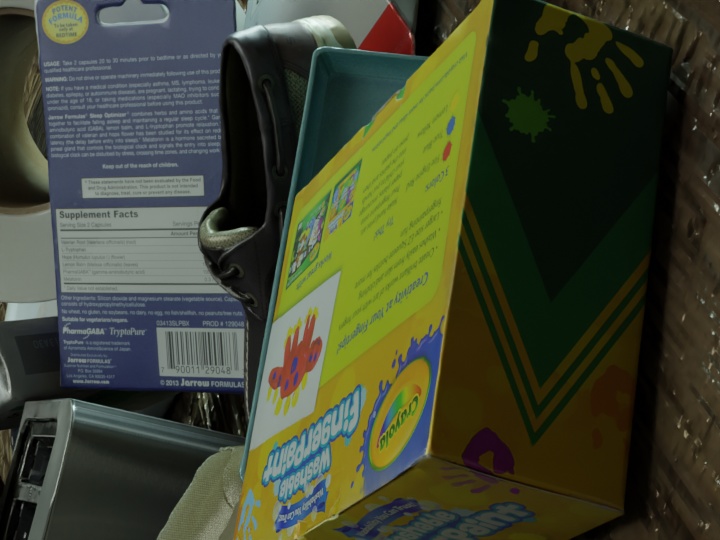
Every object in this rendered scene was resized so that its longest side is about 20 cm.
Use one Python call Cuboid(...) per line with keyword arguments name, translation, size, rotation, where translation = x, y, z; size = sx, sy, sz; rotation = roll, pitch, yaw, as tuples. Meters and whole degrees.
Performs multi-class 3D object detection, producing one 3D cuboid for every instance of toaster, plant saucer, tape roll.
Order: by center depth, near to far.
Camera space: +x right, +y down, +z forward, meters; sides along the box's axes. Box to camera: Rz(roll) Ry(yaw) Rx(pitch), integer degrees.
Cuboid(name="plant saucer", translation=(0.000, 0.000, 0.887), size=(0.019, 0.070, 0.201), rotation=(81, -163, -67))
Cuboid(name="toaster", translation=(-0.115, 0.160, 1.009), size=(0.200, 0.118, 0.181), rotation=(170, 115, -71))
Cuboid(name="tape roll", translation=(-0.163, -0.089, 1.159), size=(0.139, 0.202, 0.203), rotation=(-22, -47, -75))

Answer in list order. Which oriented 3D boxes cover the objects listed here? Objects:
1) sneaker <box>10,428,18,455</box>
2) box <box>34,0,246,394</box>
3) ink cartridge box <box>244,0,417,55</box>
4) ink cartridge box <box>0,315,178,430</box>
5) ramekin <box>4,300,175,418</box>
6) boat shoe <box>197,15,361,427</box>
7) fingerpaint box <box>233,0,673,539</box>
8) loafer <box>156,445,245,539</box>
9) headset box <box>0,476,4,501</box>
Cuboid(name="sneaker", translation=(-0.193, 0.177, 1.285), size=(0.202, 0.077, 0.146), rotation=(-47, 42, 38))
Cuboid(name="box", translation=(-0.099, -0.041, 1.047), size=(0.032, 0.121, 0.201), rotation=(-16, -75, -61))
Cuboid(name="ink cartridge box", translation=(-0.020, -0.105, 1.045), size=(0.161, 0.050, 0.200), rotation=(129, 154, -54))
Cuboid(name="ink cartridge box", translation=(-0.200, 0.075, 1.183), size=(0.200, 0.161, 0.050), rotation=(-29, 76, 37))
Cuboid(name="ramekin", translation=(-0.158, 0.002, 1.332), size=(0.202, 0.094, 0.203), rotation=(-164, 90, -73))
Cuboid(name="boat shoe", translation=(-0.043, -0.017, 0.970), size=(0.072, 0.065, 0.201), rotation=(34, 122, 58))
Cuboid(name="fingerpaint box", translation=(0.028, 0.023, 0.753), size=(0.200, 0.073, 0.167), rotation=(137, 146, -61))
Cuboid(name="loafer", translation=(-0.072, 0.159, 0.897), size=(0.200, 0.076, 0.067), rotation=(-55, 34, -6))
Cuboid(name="headset box", translation=(-0.259, 0.143, 1.105), size=(0.200, 0.148, 0.075), rotation=(91, -171, -63))
